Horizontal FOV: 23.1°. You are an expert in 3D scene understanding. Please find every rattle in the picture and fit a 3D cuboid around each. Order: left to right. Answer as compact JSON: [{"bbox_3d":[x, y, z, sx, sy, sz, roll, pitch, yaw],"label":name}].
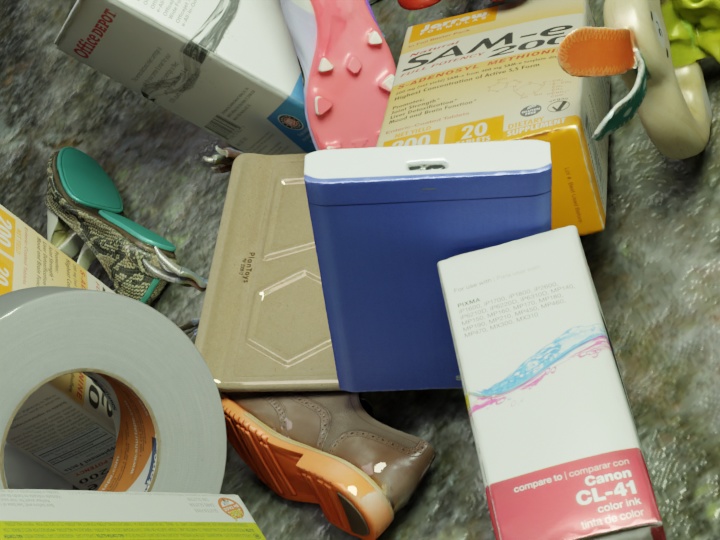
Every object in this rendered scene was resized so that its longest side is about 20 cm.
[{"bbox_3d":[0.205,-0.131,1.010,0.142,0.200,0.131,3,90,20],"label":"rattle"}]

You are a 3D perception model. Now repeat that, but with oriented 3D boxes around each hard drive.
[{"bbox_3d":[0.044,0.003,1.010,0.131,0.200,0.025,-3,53,4],"label":"hard drive"}]

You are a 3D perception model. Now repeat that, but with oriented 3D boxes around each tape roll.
[{"bbox_3d":[-0.185,0.110,1.094,0.066,0.200,0.201,5,65,57],"label":"tape roll"}]

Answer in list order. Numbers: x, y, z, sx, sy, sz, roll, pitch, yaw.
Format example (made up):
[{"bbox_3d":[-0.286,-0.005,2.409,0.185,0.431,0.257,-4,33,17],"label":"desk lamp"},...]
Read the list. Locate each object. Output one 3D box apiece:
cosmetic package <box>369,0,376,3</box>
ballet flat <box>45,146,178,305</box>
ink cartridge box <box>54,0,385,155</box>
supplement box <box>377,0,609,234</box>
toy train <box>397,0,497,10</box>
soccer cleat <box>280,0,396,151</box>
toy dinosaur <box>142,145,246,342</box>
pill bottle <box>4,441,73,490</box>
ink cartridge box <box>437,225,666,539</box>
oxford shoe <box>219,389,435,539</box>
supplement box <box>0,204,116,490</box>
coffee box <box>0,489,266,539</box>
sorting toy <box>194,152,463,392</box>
[{"bbox_3d":[0.004,-0.311,1.402,0.105,0.071,0.201,-25,47,26],"label":"cosmetic package"},{"bbox_3d":[-0.212,-0.028,1.404,0.200,0.068,0.075,42,108,47],"label":"ballet flat"},{"bbox_3d":[-0.104,-0.165,1.265,0.084,0.199,0.145,-66,14,-17],"label":"ink cartridge box"},{"bbox_3d":[0.085,-0.093,1.090,0.125,0.074,0.200,-12,29,15],"label":"supplement box"},{"bbox_3d":[0.054,-0.233,1.197,0.199,0.085,0.116,1,25,40],"label":"toy train"},{"bbox_3d":[-0.022,-0.160,1.174,0.066,0.201,0.076,-17,13,-12],"label":"soccer cleat"},{"bbox_3d":[-0.079,0.007,1.236,0.199,0.105,0.182,-14,66,25],"label":"toy dinosaur"},{"bbox_3d":[-0.311,0.180,1.300,0.199,0.111,0.111,-17,51,33],"label":"pill bottle"},{"bbox_3d":[0.109,0.100,0.946,0.085,0.148,0.201,-14,49,7],"label":"ink cartridge box"},{"bbox_3d":[-0.030,0.108,1.147,0.073,0.071,0.200,-41,41,-21],"label":"oxford shoe"},{"bbox_3d":[-0.226,0.056,1.245,0.073,0.200,0.126,-26,47,22],"label":"supplement box"},{"bbox_3d":[-0.144,0.259,0.966,0.200,0.200,0.198,-53,54,22],"label":"coffee box"},{"bbox_3d":[0.000,0.000,1.168,0.199,0.037,0.186,0,58,14],"label":"sorting toy"}]
